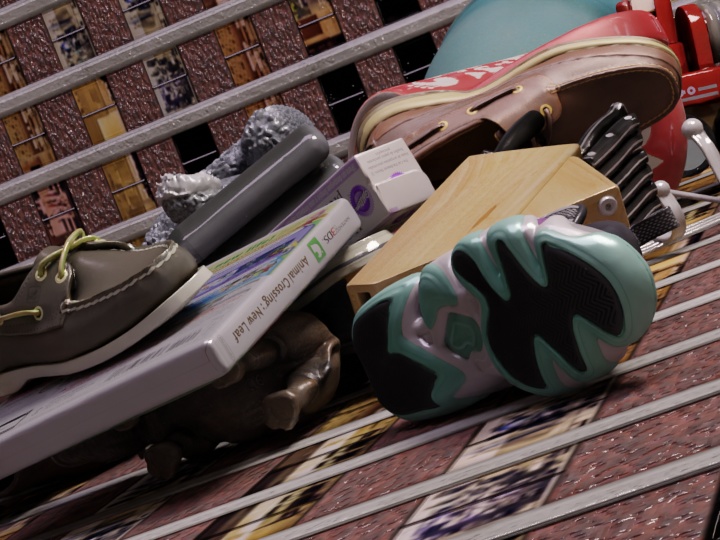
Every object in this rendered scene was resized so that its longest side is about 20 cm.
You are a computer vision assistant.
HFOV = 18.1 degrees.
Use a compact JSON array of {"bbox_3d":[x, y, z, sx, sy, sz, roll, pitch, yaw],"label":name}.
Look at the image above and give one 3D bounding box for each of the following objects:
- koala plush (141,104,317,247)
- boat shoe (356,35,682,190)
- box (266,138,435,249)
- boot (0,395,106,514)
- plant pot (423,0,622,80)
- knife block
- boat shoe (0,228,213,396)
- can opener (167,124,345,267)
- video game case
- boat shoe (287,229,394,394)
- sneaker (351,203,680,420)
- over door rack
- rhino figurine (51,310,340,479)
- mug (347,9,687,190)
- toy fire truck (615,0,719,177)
[{"bbox_3d":[-0.082,-0.008,1.652,0.183,0.178,0.200,-33,3,2],"label":"koala plush"},{"bbox_3d":[0.097,-0.080,1.335,0.199,0.072,0.068,-16,35,7],"label":"boat shoe"},{"bbox_3d":[-0.032,-0.008,1.276,0.041,0.039,0.200,-24,-11,-42],"label":"box"},{"bbox_3d":[-0.232,0.109,1.385,0.199,0.073,0.166,-15,4,34],"label":"boot"},{"bbox_3d":[0.130,-0.110,1.721,0.199,0.201,0.188,-20,12,22],"label":"plant pot"},{"bbox_3d":[0.073,-0.023,1.211,0.199,0.064,0.176,-23,21,-9],"label":"knife block"},{"bbox_3d":[-0.151,0.016,1.169,0.072,0.060,0.201,-40,13,-38],"label":"boat shoe"},{"bbox_3d":[-0.087,-0.006,1.377,0.200,0.053,0.066,-42,32,-7],"label":"can opener"},{"bbox_3d":[-0.111,0.042,1.162,0.200,0.022,0.182,-26,12,30],"label":"video game case"},{"bbox_3d":[-0.023,0.042,1.256,0.074,0.062,0.200,-27,-7,-35],"label":"boat shoe"},{"bbox_3d":[0.096,0.001,0.982,0.140,0.078,0.200,-24,5,-31],"label":"sneaker"},{"bbox_3d":[0.144,-0.036,1.378,0.147,0.067,0.200,-22,3,-18],"label":"over door rack"},{"bbox_3d":[-0.093,0.073,1.201,0.200,0.060,0.087,-21,7,35],"label":"rhino figurine"},{"bbox_3d":[0.103,-0.101,1.496,0.199,0.178,0.133,-13,34,-34],"label":"mug"},{"bbox_3d":[0.256,-0.176,1.629,0.175,0.201,0.129,-13,3,-5],"label":"toy fire truck"}]
